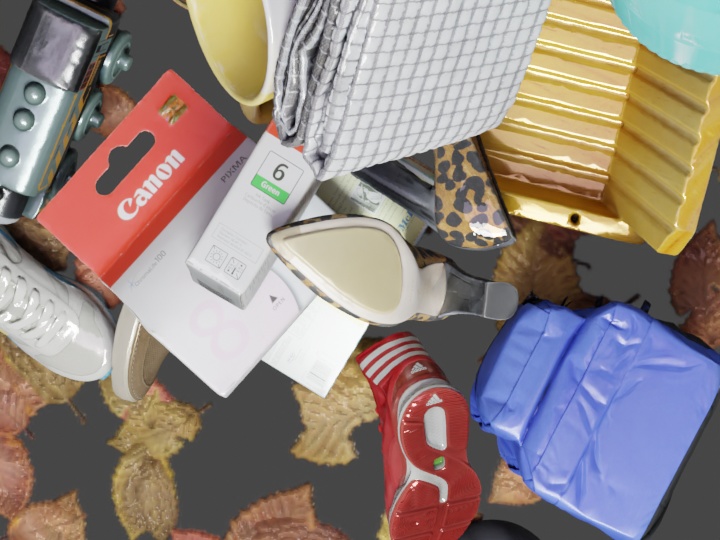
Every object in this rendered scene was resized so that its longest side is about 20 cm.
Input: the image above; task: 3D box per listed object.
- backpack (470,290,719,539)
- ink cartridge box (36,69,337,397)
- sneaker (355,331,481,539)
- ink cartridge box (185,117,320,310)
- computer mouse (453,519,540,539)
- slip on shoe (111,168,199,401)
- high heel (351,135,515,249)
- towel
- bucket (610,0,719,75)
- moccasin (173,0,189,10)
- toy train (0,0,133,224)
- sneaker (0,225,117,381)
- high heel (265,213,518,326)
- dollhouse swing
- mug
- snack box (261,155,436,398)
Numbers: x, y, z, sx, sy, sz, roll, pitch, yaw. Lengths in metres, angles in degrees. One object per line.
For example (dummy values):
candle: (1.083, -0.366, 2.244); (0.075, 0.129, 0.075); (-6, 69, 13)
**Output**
backpack: (0.171, 0.095, 1.286); (0.167, 0.200, 0.163); (33, 89, 3)
ink cartridge box: (-0.123, -0.030, 1.312); (0.200, 0.057, 0.163); (43, 85, -7)
sneaker: (0.044, 0.131, 1.383); (0.077, 0.116, 0.201); (-8, 133, -15)
ink cartridge box: (-0.054, -0.072, 1.244); (0.050, 0.109, 0.201); (30, 83, 1)
computer mouse: (0.155, 0.281, 1.403); (0.199, 0.053, 0.139); (35, 105, -1)
slip on shoe: (-0.145, 0.015, 1.375); (0.060, 0.076, 0.202); (20, 97, 8)
high heel: (0.094, -0.121, 1.269); (0.142, 0.071, 0.201); (33, 102, 25)
towel: (0.035, -0.170, 1.127); (0.086, 0.164, 0.201); (48, 139, 33)
bucket: (0.246, -0.237, 1.114); (0.205, 0.135, 0.209); (-2, 64, 5)
moccasin: (-0.091, -0.210, 1.317); (0.200, 0.078, 0.074); (19, 88, -16)
toy train: (-0.245, -0.128, 1.333); (0.085, 0.114, 0.201); (27, 104, 1)
sneaker: (-0.279, 0.022, 1.388); (0.200, 0.081, 0.077); (40, 103, -4)
high heel: (0.000, 0.000, 1.255); (0.198, 0.142, 0.072); (16, 88, -26)
dollhouse swing: (0.165, -0.124, 1.250); (0.180, 0.176, 0.202); (14, 105, 4)
mug: (-0.036, -0.205, 1.226); (0.152, 0.186, 0.151); (-20, 87, -23)
snack box: (-0.026, -0.013, 1.369); (0.116, 0.037, 0.201); (31, 104, -1)
